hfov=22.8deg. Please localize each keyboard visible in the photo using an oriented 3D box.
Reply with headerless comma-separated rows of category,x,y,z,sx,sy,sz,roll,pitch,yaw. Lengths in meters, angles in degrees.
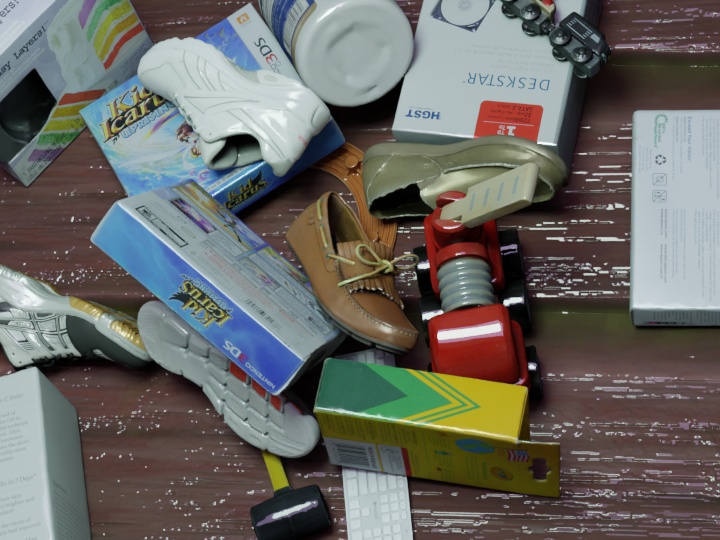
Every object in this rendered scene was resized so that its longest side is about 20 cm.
keyboard,0.011,0.161,1.535,0.056,0.011,0.201,-10,63,8

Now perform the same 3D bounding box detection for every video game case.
video game case,-0.110,0.010,1.506,0.200,0.181,0.046,40,106,5
video game case,-0.142,-0.136,1.681,0.200,0.045,0.182,-33,54,-3

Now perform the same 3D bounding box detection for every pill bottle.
pill bottle,-0.032,-0.244,1.661,0.111,0.111,0.200,-27,38,-1

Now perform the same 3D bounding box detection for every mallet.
mallet,-0.091,0.151,1.551,0.066,0.041,0.200,-26,58,-5

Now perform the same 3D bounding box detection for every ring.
ring,-0.065,-0.041,1.646,0.199,0.019,0.201,-5,63,11

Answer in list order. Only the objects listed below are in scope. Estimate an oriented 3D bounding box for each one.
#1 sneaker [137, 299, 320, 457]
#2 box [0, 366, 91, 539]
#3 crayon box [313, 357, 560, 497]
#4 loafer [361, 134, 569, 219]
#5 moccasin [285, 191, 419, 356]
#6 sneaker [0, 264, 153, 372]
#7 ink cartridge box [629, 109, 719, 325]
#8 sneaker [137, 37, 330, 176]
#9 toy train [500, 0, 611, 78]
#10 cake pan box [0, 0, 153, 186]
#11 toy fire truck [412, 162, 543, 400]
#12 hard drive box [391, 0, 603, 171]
sneaker,-0.099,0.077,1.542,0.200,0.077,0.082,39,44,19
box,-0.320,0.207,1.533,0.152,0.106,0.201,-14,62,6
crayon box,0.069,0.131,1.465,0.199,0.127,0.051,8,65,10
loafer,0.090,-0.073,1.584,0.199,0.076,0.068,-1,61,31
moccasin,0.001,0.001,1.526,0.078,0.073,0.202,-55,32,18
sneaker,-0.274,0.062,1.624,0.199,0.076,0.088,20,87,23
ink cartridge box,0.334,-0.047,1.546,0.199,0.043,0.197,1,64,10
sneaker,-0.131,-0.143,1.611,0.199,0.078,0.100,21,72,28
toy train,0.151,-0.244,1.601,0.046,0.034,0.200,-39,63,-12
cake pan box,-0.297,-0.194,1.680,0.052,0.184,0.200,38,76,25
toy fire truck,0.102,0.007,1.481,0.128,0.200,0.177,-10,62,8
hard drive box,0.129,-0.189,1.642,0.155,0.077,0.201,6,66,16
